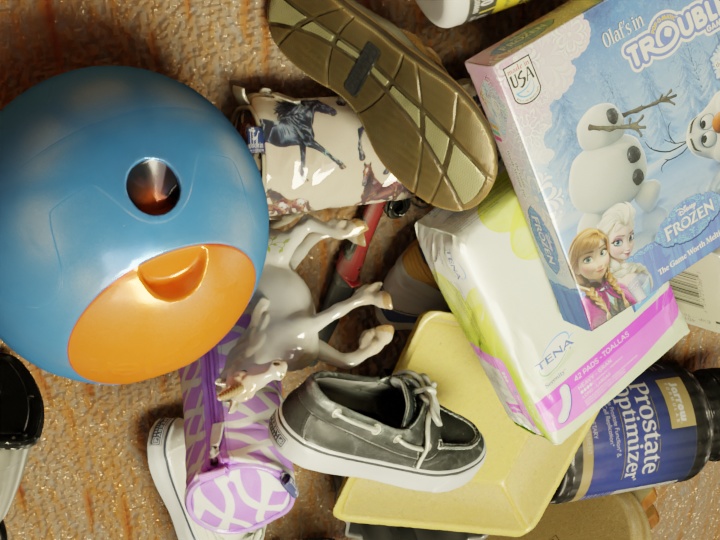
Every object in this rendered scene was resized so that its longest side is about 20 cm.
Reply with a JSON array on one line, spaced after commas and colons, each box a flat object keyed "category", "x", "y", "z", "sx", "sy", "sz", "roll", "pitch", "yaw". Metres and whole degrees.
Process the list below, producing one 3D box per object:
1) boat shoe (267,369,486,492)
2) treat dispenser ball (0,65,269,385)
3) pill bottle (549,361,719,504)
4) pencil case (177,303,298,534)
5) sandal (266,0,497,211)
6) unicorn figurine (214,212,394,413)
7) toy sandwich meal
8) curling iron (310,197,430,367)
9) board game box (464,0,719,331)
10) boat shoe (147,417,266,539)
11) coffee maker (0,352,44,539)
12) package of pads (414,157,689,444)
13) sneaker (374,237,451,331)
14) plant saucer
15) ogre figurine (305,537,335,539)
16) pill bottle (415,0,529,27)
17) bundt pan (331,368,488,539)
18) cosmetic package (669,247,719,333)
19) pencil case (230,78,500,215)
[{"category": "boat shoe", "x": 0.027, "y": 0.105, "z": 0.957, "sx": 0.198, "sy": 0.074, "sz": 0.068, "roll": 16, "pitch": 122, "yaw": -36}, {"category": "treat dispenser ball", "x": -0.157, "y": -0.029, "z": 0.856, "sx": 0.198, "sy": 0.202, "sz": 0.203, "roll": -12, "pitch": 129, "yaw": -15}, {"category": "pill bottle", "x": 0.250, "y": 0.144, "z": 1.227, "sx": 0.197, "sy": 0.112, "sz": 0.113, "roll": -7, "pitch": 128, "yaw": -19}, {"category": "pencil case", "x": -0.098, "y": 0.094, "z": 0.978, "sx": 0.083, "sy": 0.201, "sz": 0.086, "roll": -29, "pitch": 132, "yaw": 14}, {"category": "sandal", "x": 0.021, "y": -0.128, "z": 0.903, "sx": 0.081, "sy": 0.200, "sz": 0.054, "roll": -51, "pitch": 171, "yaw": 37}, {"category": "unicorn figurine", "x": -0.048, "y": 0.027, "z": 0.953, "sx": 0.135, "sy": 0.201, "sz": 0.074, "roll": -14, "pitch": 133, "yaw": -7}, {"category": "toy sandwich meal", "x": 0.195, "y": 0.273, "z": 1.257, "sx": 0.204, "sy": 0.206, "sz": 0.070, "roll": -37, "pitch": 129, "yaw": 7}, {"category": "curling iron", "x": 0.000, "y": 0.000, "z": 1.063, "sx": 0.049, "sy": 0.026, "sz": 0.201, "roll": 14, "pitch": 119, "yaw": -28}, {"category": "board game box", "x": 0.191, "y": -0.095, "z": 0.908, "sx": 0.199, "sy": 0.043, "sz": 0.201, "roll": -31, "pitch": 111, "yaw": -16}, {"category": "boat shoe", "x": -0.105, "y": 0.199, "z": 1.125, "sx": 0.085, "sy": 0.075, "sz": 0.204, "roll": -3, "pitch": 127, "yaw": 18}, {"category": "coffee maker", "x": -0.341, "y": 0.162, "z": 0.986, "sx": 0.190, "sy": 0.135, "sz": 0.202, "roll": 16, "pitch": 119, "yaw": -6}, {"category": "package of pads", "x": 0.140, "y": 0.009, "z": 0.973, "sx": 0.154, "sy": 0.068, "sz": 0.201, "roll": -36, "pitch": 117, "yaw": -16}, {"category": "sneaker", "x": 0.100, "y": 0.028, "z": 1.112, "sx": 0.198, "sy": 0.076, "sz": 0.088, "roll": 17, "pitch": 132, "yaw": -29}, {"category": "plant saucer", "x": 0.090, "y": 0.117, "z": 1.079, "sx": 0.198, "sy": 0.049, "sz": 0.202, "roll": 11, "pitch": 118, "yaw": -28}, {"category": "ogre figurine", "x": -0.031, "y": 0.291, "z": 1.150, "sx": 0.118, "sy": 0.100, "sz": 0.200, "roll": -3, "pitch": 176, "yaw": 20}, {"category": "pill bottle", "x": 0.126, "y": -0.242, "z": 0.879, "sx": 0.198, "sy": 0.112, "sz": 0.112, "roll": -21, "pitch": 131, "yaw": -8}, {"category": "bundt pan", "x": 0.061, "y": 0.154, "z": 1.170, "sx": 0.199, "sy": 0.076, "sz": 0.204, "roll": -11, "pitch": 125, "yaw": -15}, {"category": "cosmetic package", "x": 0.299, "y": -0.061, "z": 1.053, "sx": 0.201, "sy": 0.070, "sz": 0.106, "roll": -53, "pitch": 142, "yaw": -25}, {"category": "pencil case", "x": 0.004, "y": -0.093, "z": 0.960, "sx": 0.197, "sy": 0.078, "sz": 0.091, "roll": -7, "pitch": 113, "yaw": -19}]
